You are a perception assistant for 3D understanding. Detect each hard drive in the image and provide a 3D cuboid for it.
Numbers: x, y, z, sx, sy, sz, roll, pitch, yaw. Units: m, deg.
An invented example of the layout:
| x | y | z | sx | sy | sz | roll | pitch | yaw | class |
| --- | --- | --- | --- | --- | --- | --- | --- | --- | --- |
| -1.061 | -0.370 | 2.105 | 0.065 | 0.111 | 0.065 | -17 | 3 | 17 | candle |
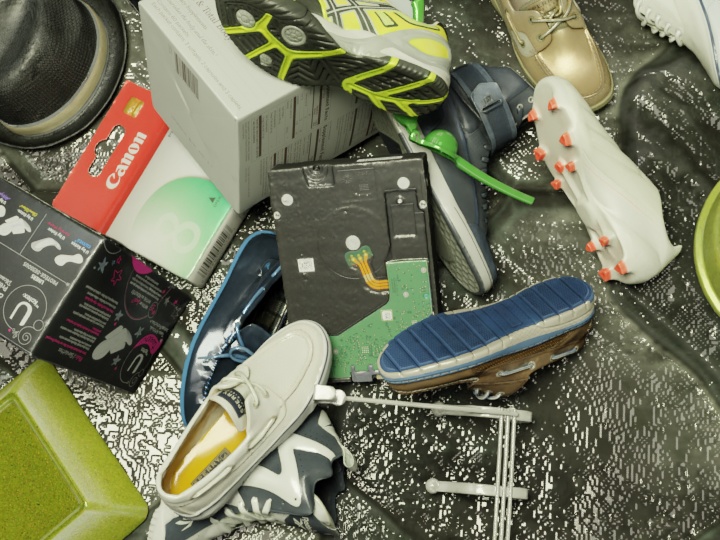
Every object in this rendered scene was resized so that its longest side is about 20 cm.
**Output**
| x | y | z | sx | sy | sz | roll | pitch | yaw | class |
| --- | --- | --- | --- | --- | --- | --- | --- | --- | --- |
| 0.000 | 0.000 | 0.898 | 0.139 | 0.038 | 0.201 | -4 | 106 | 12 | hard drive |

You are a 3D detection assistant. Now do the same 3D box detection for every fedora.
| x | y | z | sx | sy | sz | roll | pitch | yaw | class |
| --- | --- | --- | --- | --- | --- | --- | --- | --- | --- |
| -0.343 | -0.231 | 1.052 | 0.200 | 0.092 | 0.201 | -3 | 75 | 10 | fedora |

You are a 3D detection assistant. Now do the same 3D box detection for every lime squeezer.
| x | y | z | sx | sy | sz | roll | pitch | yaw | class |
| --- | --- | --- | --- | --- | --- | --- | --- | --- | --- |
| 0.071 | -0.128 | 0.869 | 0.071 | 0.038 | 0.200 | -31 | 94 | -18 | lime squeezer |

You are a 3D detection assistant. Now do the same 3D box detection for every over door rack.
| x | y | z | sx | sy | sz | roll | pitch | yaw | class |
| --- | --- | --- | --- | --- | --- | --- | --- | --- | --- |
| 0.044 | 0.180 | 0.860 | 0.199 | 0.067 | 0.148 | 8 | 76 | -12 | over door rack |

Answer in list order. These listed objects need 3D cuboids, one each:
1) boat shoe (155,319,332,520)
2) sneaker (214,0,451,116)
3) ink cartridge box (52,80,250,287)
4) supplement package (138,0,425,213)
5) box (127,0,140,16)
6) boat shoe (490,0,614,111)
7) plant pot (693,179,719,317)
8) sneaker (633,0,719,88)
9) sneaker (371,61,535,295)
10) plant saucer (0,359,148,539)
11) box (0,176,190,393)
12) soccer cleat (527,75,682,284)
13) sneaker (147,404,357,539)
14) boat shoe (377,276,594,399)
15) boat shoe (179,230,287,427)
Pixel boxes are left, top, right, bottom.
| x | y | z | sx | sy | sz | roll | pitch | yaw | class |
| --- | --- | --- | --- | --- | --- | --- | --- | --- | --- |
| -0.098 | 0.117 | 0.850 | 0.071 | 0.070 | 0.200 | 36 | 76 | 23 | boat shoe |
| -0.021 | -0.191 | 0.814 | 0.199 | 0.075 | 0.077 | 22 | 58 | -13 | sneaker |
| -0.202 | -0.097 | 1.013 | 0.200 | 0.050 | 0.161 | 27 | 82 | 15 | ink cartridge box |
| -0.072 | -0.189 | 0.925 | 0.200 | 0.151 | 0.152 | -33 | 70 | -21 | supplement package |
| -0.212 | -0.343 | 1.028 | 0.107 | 0.148 | 0.200 | -31 | 71 | 1 | box |
| 0.174 | -0.238 | 0.963 | 0.072 | 0.065 | 0.200 | -27 | 71 | 3 | boat shoe |
| 0.378 | -0.042 | 0.805 | 0.200 | 0.184 | 0.201 | -3 | 74 | 11 | plant pot |
| 0.294 | -0.245 | 0.945 | 0.071 | 0.073 | 0.201 | -22 | 62 | 14 | sneaker |
| 0.117 | -0.092 | 0.930 | 0.146 | 0.077 | 0.203 | -25 | 92 | -15 | sneaker |
| -0.334 | 0.213 | 0.954 | 0.200 | 0.048 | 0.200 | -40 | 71 | -1 | plant saucer |
| -0.266 | 0.020 | 0.912 | 0.132 | 0.200 | 0.115 | 28 | 81 | 18 | box |
| 0.216 | -0.084 | 0.900 | 0.077 | 0.069 | 0.201 | -26 | 91 | -20 | soccer cleat |
| -0.084 | 0.208 | 0.886 | 0.199 | 0.080 | 0.130 | -44 | 62 | -13 | sneaker |
| 0.113 | 0.073 | 0.866 | 0.199 | 0.073 | 0.072 | -17 | 32 | -10 | boat shoe |
| -0.105 | 0.057 | 0.929 | 0.068 | 0.084 | 0.201 | 13 | 80 | 28 | boat shoe |
